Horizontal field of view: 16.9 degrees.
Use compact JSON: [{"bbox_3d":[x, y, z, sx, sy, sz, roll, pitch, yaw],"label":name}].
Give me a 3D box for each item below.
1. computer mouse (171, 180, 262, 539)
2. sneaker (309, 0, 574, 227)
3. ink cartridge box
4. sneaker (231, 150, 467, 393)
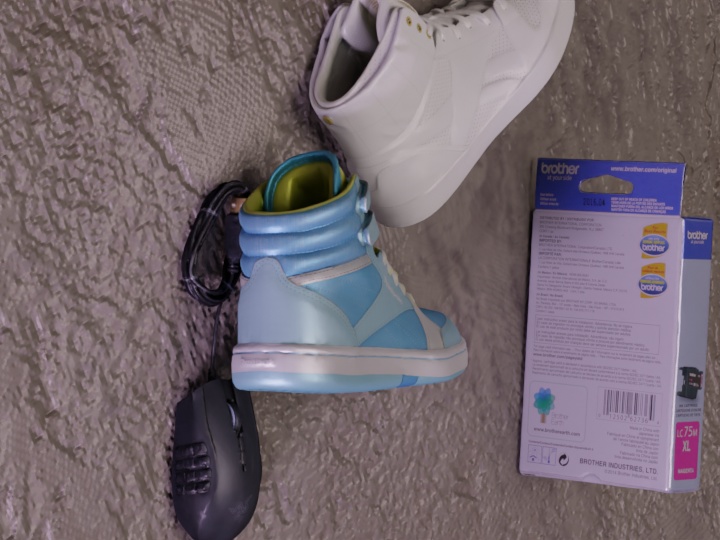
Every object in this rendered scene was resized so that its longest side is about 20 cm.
[{"bbox_3d":[-0.071,0.051,1.314,0.059,0.034,0.200,0,92,-46],"label":"computer mouse"},{"bbox_3d":[0.047,-0.135,1.398,0.200,0.074,0.116,-56,133,-27],"label":"sneaker"},{"bbox_3d":[0.158,0.032,1.495,0.042,0.119,0.200,-2,94,-46],"label":"ink cartridge box"},{"bbox_3d":[0.000,0.000,1.344,0.200,0.080,0.131,-1,89,-62],"label":"sneaker"}]
